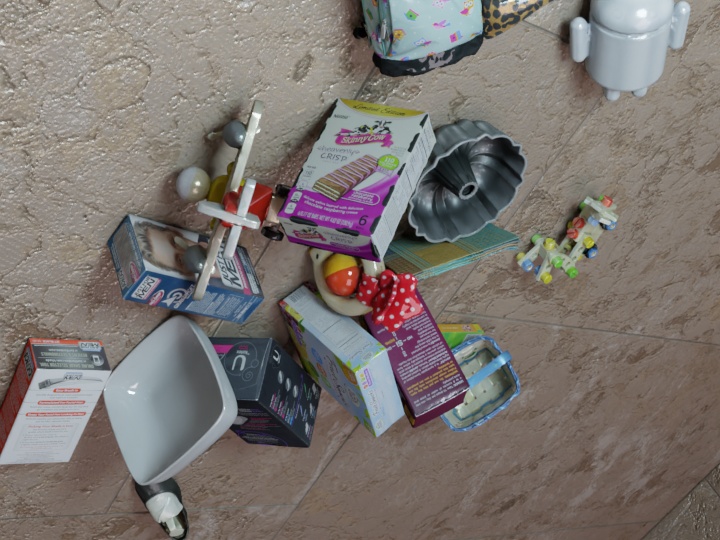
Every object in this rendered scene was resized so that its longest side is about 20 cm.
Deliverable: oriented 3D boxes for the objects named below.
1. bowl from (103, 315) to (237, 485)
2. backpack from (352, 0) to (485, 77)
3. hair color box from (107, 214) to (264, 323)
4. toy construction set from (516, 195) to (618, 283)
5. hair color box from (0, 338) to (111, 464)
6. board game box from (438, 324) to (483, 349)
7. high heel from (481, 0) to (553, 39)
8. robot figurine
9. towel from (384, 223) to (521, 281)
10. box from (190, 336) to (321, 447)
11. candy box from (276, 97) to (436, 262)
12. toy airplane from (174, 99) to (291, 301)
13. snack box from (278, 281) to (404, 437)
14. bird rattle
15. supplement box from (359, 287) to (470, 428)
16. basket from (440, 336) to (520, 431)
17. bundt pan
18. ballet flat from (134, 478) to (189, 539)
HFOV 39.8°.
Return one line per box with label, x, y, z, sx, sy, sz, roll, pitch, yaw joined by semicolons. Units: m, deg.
bowl;-0.267;0.190;1.446;0.200;0.201;0.074;-42;147;17
backpack;0.075;-0.336;1.168;0.165;0.127;0.201;-22;138;-8
hair color box;-0.232;0.001;1.338;0.199;0.101;0.061;15;128;-44
toy construction set;0.370;-0.064;1.711;0.130;0.093;0.200;5;140;-38
hair color box;-0.447;0.190;1.429;0.110;0.064;0.201;6;130;-38
board game box;0.126;0.139;1.806;0.198;0.030;0.096;0;131;-39
high heel;0.253;-0.356;1.303;0.198;0.072;0.144;9;122;-18
robot figurine;0.374;-0.333;1.390;0.168;0.114;0.201;-10;141;-2
towel;0.126;-0.033;1.528;0.198;0.147;0.022;-19;114;-17
box;-0.159;0.192;1.561;0.121;0.107;0.200;-1;151;23
candy box;-0.002;-0.119;1.265;0.201;0.135;0.061;-65;154;-27
toy airplane;-0.171;-0.086;1.240;0.200;0.140;0.201;102;12;-57
snack box;-0.029;0.137;1.533;0.067;0.200;0.170;-37;138;-19
bird rattle;0.000;0.000;1.446;0.162;0.202;0.112;-28;178;44
supplement box;0.084;0.136;1.605;0.102;0.201;0.131;-26;164;-8
basket;0.195;0.204;1.774;0.176;0.140;0.200;-34;174;2
bundt pan;0.142;-0.141;1.468;0.200;0.076;0.203;-20;141;-17
ballet flat;-0.339;0.418;1.749;0.067;0.069;0.201;-25;142;-8
